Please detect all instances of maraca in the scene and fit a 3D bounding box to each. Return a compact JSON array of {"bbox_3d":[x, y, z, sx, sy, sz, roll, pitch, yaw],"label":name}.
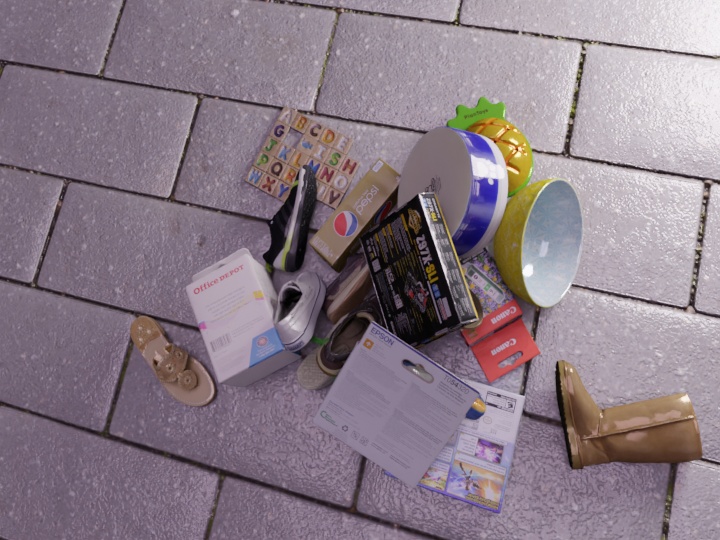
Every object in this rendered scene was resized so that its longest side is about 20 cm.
[{"bbox_3d":[0.224,-0.214,1.080,0.133,0.108,0.206,-16,67,-1],"label":"maraca"}]

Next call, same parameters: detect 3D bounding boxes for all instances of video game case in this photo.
[{"bbox_3d":[0.154,0.271,1.016,0.194,0.046,0.187,14,79,13],"label":"video game case"}]

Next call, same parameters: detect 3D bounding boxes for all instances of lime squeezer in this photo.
[{"bbox_3d":[-0.053,0.159,1.018,0.069,0.038,0.203,-29,72,-4],"label":"lime squeezer"}]

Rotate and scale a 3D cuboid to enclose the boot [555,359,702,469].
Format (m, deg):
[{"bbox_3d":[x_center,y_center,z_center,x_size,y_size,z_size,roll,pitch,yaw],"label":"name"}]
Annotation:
[{"bbox_3d":[0.415,0.218,0.976,0.193,0.066,0.182,-10,88,8],"label":"boot"}]

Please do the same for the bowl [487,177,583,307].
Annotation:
[{"bbox_3d":[0.272,-0.050,1.014,0.106,0.198,0.206,11,77,45],"label":"bowl"}]

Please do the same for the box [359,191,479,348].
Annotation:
[{"bbox_3d":[0.085,0.008,0.960,0.158,0.048,0.206,-32,70,46],"label":"box"}]

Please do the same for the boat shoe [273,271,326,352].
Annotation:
[{"bbox_3d":[-0.104,0.048,1.040,0.072,0.202,0.066,-28,116,14],"label":"boat shoe"}]

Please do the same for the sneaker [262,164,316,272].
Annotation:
[{"bbox_3d":[-0.136,-0.098,1.130,0.080,0.072,0.207,10,83,14],"label":"sneaker"}]

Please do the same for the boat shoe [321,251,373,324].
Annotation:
[{"bbox_3d":[0.000,0.000,1.089,0.064,0.072,0.201,39,89,27],"label":"boat shoe"}]

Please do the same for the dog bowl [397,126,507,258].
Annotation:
[{"bbox_3d":[0.145,-0.126,1.014,0.077,0.198,0.208,6,75,-31],"label":"dog bowl"}]

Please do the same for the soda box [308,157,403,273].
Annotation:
[{"bbox_3d":[-0.003,-0.097,1.112,0.064,0.068,0.201,40,87,15],"label":"soda box"}]

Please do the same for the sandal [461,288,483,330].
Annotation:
[{"bbox_3d":[0.122,0.051,1.029,0.077,0.071,0.210,-31,49,-25],"label":"sandal"}]

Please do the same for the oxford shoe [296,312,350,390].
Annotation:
[{"bbox_3d":[-0.028,0.133,1.073,0.199,0.058,0.076,-40,71,-6],"label":"oxford shoe"}]

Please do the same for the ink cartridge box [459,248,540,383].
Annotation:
[{"bbox_3d":[0.211,0.072,1.046,0.107,0.050,0.204,-29,73,4],"label":"ink cartridge box"}]

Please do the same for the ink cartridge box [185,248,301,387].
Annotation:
[{"bbox_3d":[-0.205,0.079,1.080,0.125,0.125,0.205,-25,74,3],"label":"ink cartridge box"}]

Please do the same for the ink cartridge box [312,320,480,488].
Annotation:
[{"bbox_3d":[0.052,0.201,0.942,0.193,0.043,0.203,32,109,1],"label":"ink cartridge box"}]

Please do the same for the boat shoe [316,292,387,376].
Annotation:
[{"bbox_3d":[0.011,0.092,1.007,0.073,0.065,0.200,43,59,3],"label":"boat shoe"}]

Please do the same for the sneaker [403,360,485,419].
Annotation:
[{"bbox_3d":[0.102,0.200,0.992,0.195,0.075,0.091,24,99,16],"label":"sneaker"}]

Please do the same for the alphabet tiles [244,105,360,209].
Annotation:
[{"bbox_3d":[-0.105,-0.203,1.185,0.196,0.008,0.171,27,84,15],"label":"alphabet tiles"}]

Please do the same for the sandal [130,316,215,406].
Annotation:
[{"bbox_3d":[-0.352,0.163,1.109,0.211,0.070,0.078,43,88,16],"label":"sandal"}]
